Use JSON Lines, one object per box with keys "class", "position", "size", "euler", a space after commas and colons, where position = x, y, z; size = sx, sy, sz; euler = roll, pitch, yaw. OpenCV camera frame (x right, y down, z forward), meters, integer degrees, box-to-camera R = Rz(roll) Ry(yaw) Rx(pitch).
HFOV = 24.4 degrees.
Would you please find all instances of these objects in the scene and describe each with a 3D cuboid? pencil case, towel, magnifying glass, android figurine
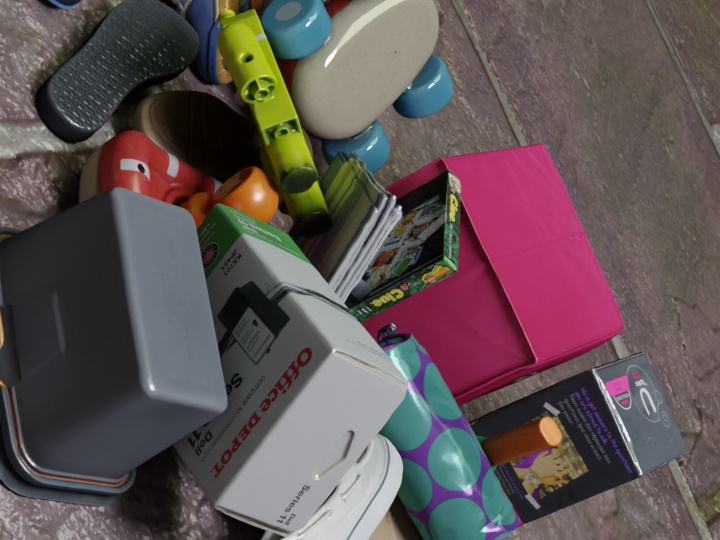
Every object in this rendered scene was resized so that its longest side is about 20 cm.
{"class": "pencil case", "position": [0.050, 0.148, 1.386], "size": [0.085, 0.092, 0.200], "euler": [-35, 98, -40]}
{"class": "towel", "position": [-0.027, -0.018, 1.347], "size": [0.024, 0.147, 0.200], "euler": [30, 8, -17]}
{"class": "magnifying glass", "position": [0.102, 0.159, 1.424], "size": [0.022, 0.200, 0.080], "euler": [-34, 93, -35]}
{"class": "android figurine", "position": [-0.074, -0.127, 1.347], "size": [0.182, 0.041, 0.200], "euler": [73, -6, -58]}

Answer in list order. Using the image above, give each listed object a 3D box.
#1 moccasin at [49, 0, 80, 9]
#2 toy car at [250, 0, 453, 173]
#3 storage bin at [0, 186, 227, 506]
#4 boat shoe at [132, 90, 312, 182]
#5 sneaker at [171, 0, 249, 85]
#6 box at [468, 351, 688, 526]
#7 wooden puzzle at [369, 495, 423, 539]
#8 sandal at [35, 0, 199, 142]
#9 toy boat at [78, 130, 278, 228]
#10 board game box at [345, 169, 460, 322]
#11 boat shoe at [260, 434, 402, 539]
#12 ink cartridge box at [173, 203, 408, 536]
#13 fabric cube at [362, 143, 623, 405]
{"class": "moccasin", "position": [-0.237, -0.309, 1.403], "size": [0.080, 0.068, 0.200], "euler": [34, 41, -38]}
{"class": "toy car", "position": [-0.045, -0.217, 1.556], "size": [0.177, 0.200, 0.184], "euler": [-45, 134, -18]}
{"class": "storage bin", "position": [-0.182, 0.041, 1.147], "size": [0.145, 0.134, 0.200], "euler": [19, 50, -50]}
{"class": "boat shoe", "position": [-0.126, -0.105, 1.430], "size": [0.200, 0.063, 0.073], "euler": [13, 71, -48]}
{"class": "sneaker", "position": [-0.152, -0.266, 1.507], "size": [0.075, 0.088, 0.200], "euler": [-13, 99, -80]}
{"class": "box", "position": [0.175, 0.163, 1.521], "size": [0.122, 0.200, 0.106], "euler": [-10, 75, -59]}
{"class": "wooden puzzle", "position": [-0.036, 0.187, 1.343], "size": [0.185, 0.046, 0.200], "euler": [60, 26, -4]}
{"class": "sandal", "position": [-0.206, -0.168, 1.378], "size": [0.076, 0.043, 0.200], "euler": [51, 41, -5]}
{"class": "toy boat", "position": [-0.121, -0.041, 1.306], "size": [0.200, 0.131, 0.131], "euler": [29, 43, -43]}
{"class": "board game box", "position": [0.000, 0.000, 1.387], "size": [0.023, 0.200, 0.105], "euler": [38, 39, -33]}
{"class": "boat shoe", "position": [-0.023, 0.170, 1.248], "size": [0.065, 0.073, 0.200], "euler": [58, 25, -16]}
{"class": "ink cartridge box", "position": [-0.076, 0.069, 1.197], "size": [0.083, 0.147, 0.200], "euler": [27, 14, -42]}
{"class": "fabric cube", "position": [0.087, 0.017, 1.509], "size": [0.199, 0.196, 0.200], "euler": [-15, 79, -59]}
